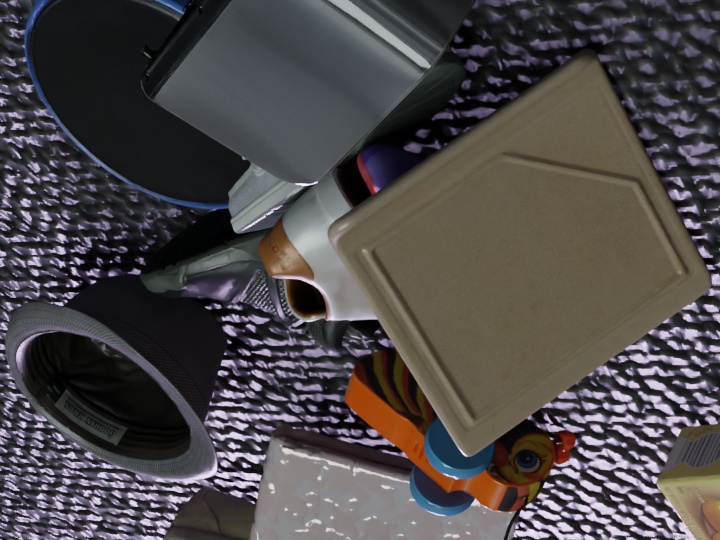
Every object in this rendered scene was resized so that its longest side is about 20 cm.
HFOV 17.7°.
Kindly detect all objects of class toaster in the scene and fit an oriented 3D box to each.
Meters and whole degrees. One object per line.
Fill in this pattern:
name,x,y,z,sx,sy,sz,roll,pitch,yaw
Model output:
toaster,-0.004,-0.168,1.206,0.118,0.181,0.200,35,145,-9

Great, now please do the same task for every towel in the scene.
towel,0.011,0.212,1.692,0.190,0.032,0.201,14,126,2

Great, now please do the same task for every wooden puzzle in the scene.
wooden puzzle,0.094,-0.009,1.346,0.200,0.185,0.037,58,175,-35

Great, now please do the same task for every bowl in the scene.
bowl,-0.125,-0.119,1.467,0.200,0.039,0.201,20,142,16

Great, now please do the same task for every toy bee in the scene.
toy bee,0.085,0.127,1.567,0.200,0.108,0.131,60,150,4

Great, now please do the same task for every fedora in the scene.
fedora,-0.161,0.065,1.664,0.200,0.090,0.177,-10,126,51

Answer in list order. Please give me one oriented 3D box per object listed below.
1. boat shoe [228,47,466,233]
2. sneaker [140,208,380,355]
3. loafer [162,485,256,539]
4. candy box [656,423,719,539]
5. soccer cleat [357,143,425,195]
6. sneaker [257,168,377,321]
boat shoe,-0.017,-0.089,1.383,0.202,0.074,0.065,-43,69,43
sneaker,-0.057,0.010,1.536,0.199,0.076,0.114,-14,118,38
loafer,-0.051,0.211,1.778,0.199,0.069,0.076,15,152,-4
candy box,0.300,0.146,1.451,0.200,0.055,0.116,-10,127,43
soccer cleat,0.077,-0.025,1.384,0.076,0.067,0.200,-37,126,18
sneaker,0.000,0.000,1.426,0.085,0.073,0.200,-37,148,13
